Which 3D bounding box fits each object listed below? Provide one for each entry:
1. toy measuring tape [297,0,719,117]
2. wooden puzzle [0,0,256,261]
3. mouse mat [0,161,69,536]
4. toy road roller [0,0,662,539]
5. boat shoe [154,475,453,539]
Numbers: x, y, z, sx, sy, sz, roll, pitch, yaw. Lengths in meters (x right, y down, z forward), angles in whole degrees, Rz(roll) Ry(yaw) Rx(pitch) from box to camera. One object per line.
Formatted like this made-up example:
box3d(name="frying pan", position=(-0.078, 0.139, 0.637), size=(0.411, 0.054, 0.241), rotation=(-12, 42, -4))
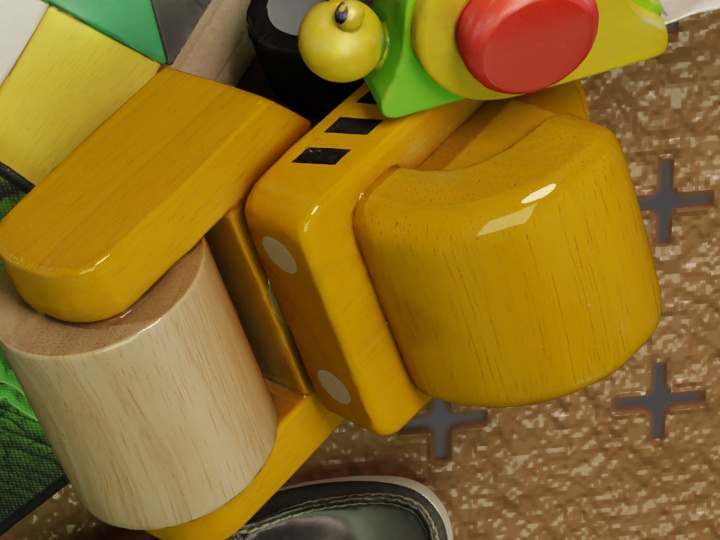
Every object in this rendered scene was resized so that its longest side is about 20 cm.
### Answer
box3d(name="toy measuring tape", position=(0.076, -0.098, 0.732), size=(0.200, 0.074, 0.074), rotation=(-17, 119, -10))
box3d(name="wooden puzzle", position=(-0.131, -0.080, 0.810), size=(0.185, 0.037, 0.200), rotation=(28, 110, -21))
box3d(name="mouse mat", position=(-0.163, 0.014, 0.844), size=(0.200, 0.008, 0.161), rotation=(37, 123, -25))
box3d(name="toy road roller", position=(0.000, 0.000, 0.771), size=(0.200, 0.146, 0.123), rotation=(-44, 134, -25))
box3d(name="boat shoe", position=(-0.060, 0.130, 0.906), size=(0.200, 0.068, 0.072), rotation=(-18, 95, -1))
